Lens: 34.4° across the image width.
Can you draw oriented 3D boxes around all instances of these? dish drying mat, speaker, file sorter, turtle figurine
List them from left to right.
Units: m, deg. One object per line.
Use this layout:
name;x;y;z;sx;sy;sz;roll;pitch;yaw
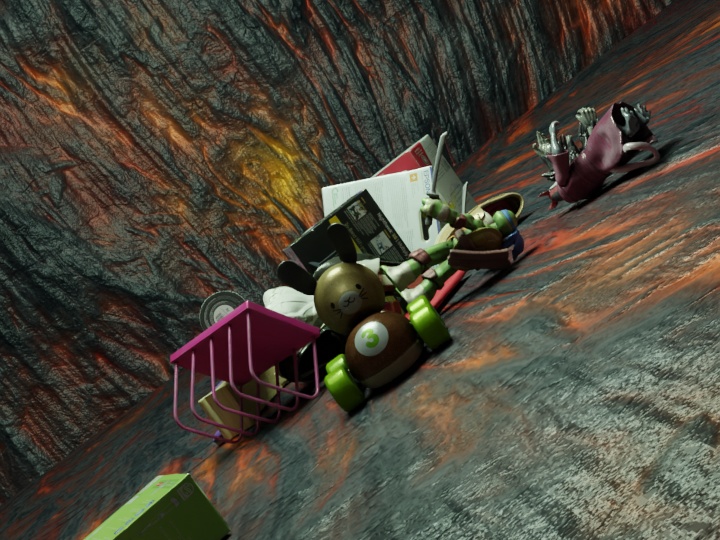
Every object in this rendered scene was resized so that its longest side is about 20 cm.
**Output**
speaker;-0.208;0.092;1.872;0.081;0.081;0.200;-37;-9;-8
file sorter;-0.172;0.161;1.735;0.199;0.138;0.127;-34;48;37
dish drying mat;0.097;0.055;1.716;0.077;0.018;0.200;-33;6;36
turtle figurine;0.113;-0.049;1.652;0.193;0.201;0.144;-39;-6;-2

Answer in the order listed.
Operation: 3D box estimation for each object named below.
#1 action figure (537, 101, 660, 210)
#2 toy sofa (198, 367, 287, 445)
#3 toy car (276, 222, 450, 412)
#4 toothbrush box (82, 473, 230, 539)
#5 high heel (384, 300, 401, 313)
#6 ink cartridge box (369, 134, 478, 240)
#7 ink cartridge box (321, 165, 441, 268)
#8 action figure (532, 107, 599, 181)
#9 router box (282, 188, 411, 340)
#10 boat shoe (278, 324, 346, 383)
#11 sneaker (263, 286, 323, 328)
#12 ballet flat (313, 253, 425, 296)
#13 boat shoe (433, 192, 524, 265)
action figure;0.339;-0.146;1.661;0.200;0.133;0.150;-47;42;29
toy sofa;-0.194;0.201;1.950;0.097;0.083;0.200;-31;7;30
toy car;-0.009;0.046;1.490;0.164;0.201;0.158;-36;5;3
toothbrush box;-0.264;0.327;1.321;0.200;0.086;0.145;-38;6;-26
high heel;-0.013;0.066;1.665;0.095;0.068;0.200;-11;2;19
ink cartridge box;0.108;-0.104;2.032;0.144;0.201;0.145;-36;4;23
ink cartridge box;0.041;-0.057;1.920;0.198;0.202;0.041;-10;-13;17
action figure;0.343;-0.201;1.901;0.118;0.103;0.200;-23;7;13
router box;0.000;0.000;1.810;0.157;0.201;0.052;-37;5;-18
boat shoe;-0.041;0.113;1.848;0.201;0.074;0.063;-34;26;-30
sneaker;-0.130;0.074;1.873;0.200;0.099;0.078;-18;-43;-61
ballet flat;0.028;0.008;1.734;0.198;0.069;0.068;-2;2;-30
boat shoe;0.193;-0.071;1.871;0.200;0.074;0.069;-41;2;-37
